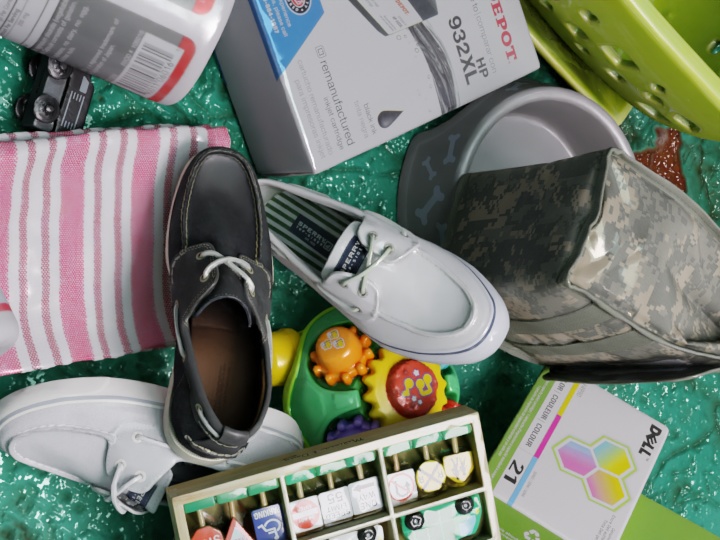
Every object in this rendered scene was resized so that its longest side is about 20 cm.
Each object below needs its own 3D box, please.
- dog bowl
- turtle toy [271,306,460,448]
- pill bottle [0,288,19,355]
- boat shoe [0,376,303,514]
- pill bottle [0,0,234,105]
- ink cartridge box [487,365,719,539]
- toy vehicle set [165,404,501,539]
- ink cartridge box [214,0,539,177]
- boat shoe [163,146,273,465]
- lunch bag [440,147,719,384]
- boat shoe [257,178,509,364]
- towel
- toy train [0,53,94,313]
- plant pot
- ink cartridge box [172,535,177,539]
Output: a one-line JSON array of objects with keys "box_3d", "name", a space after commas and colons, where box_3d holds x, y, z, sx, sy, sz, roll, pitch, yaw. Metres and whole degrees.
[{"box_3d": [0.125, -0.046, 1.138, 0.199, 0.059, 0.201, -2, 94, -32], "name": "dog bowl"}, {"box_3d": [0.017, 0.107, 1.039, 0.145, 0.101, 0.201, -8, 83, -31], "name": "turtle toy"}, {"box_3d": [-0.277, -0.027, 0.846, 0.108, 0.109, 0.201, -26, 87, -27], "name": "pill bottle"}, {"box_3d": [-0.130, 0.119, 0.961, 0.199, 0.072, 0.069, 14, 44, -23], "name": "boat shoe"}, {"box_3d": [-0.180, -0.186, 0.907, 0.199, 0.114, 0.114, 22, 81, -21], "name": "pill bottle"}, {"box_3d": [0.182, 0.176, 1.088, 0.199, 0.076, 0.148, 30, 44, 8], "name": "ink cartridge box"}, {"box_3d": [-0.012, 0.169, 0.956, 0.199, 0.027, 0.125, -14, 100, -15], "name": "toy vehicle set"}, {"box_3d": [0.006, -0.167, 1.045, 0.199, 0.084, 0.146, -27, 105, -28], "name": "ink cartridge box"}, {"box_3d": [-0.081, 0.015, 0.945, 0.071, 0.068, 0.201, 6, 71, -18], "name": "boat shoe"}, {"box_3d": [0.169, 0.015, 1.038, 0.200, 0.164, 0.118, 29, 72, -28], "name": "lunch bag"}, {"box_3d": [0.000, 0.000, 0.983, 0.074, 0.199, 0.067, -62, 148, -5], "name": "boat shoe"}, {"box_3d": [-0.161, -0.015, 0.956, 0.199, 0.030, 0.147, -8, 100, -43], "name": "towel"}, {"box_3d": [-0.206, -0.041, 0.954, 0.046, 0.034, 0.201, 22, 80, -41], "name": "toy train"}, {"box_3d": [0.214, -0.222, 1.112, 0.199, 0.181, 0.200, 41, 72, -26], "name": "plant pot"}, {"box_3d": [-0.074, 0.266, 1.016, 0.199, 0.084, 0.176, 18, 84, -31], "name": "ink cartridge box"}]
